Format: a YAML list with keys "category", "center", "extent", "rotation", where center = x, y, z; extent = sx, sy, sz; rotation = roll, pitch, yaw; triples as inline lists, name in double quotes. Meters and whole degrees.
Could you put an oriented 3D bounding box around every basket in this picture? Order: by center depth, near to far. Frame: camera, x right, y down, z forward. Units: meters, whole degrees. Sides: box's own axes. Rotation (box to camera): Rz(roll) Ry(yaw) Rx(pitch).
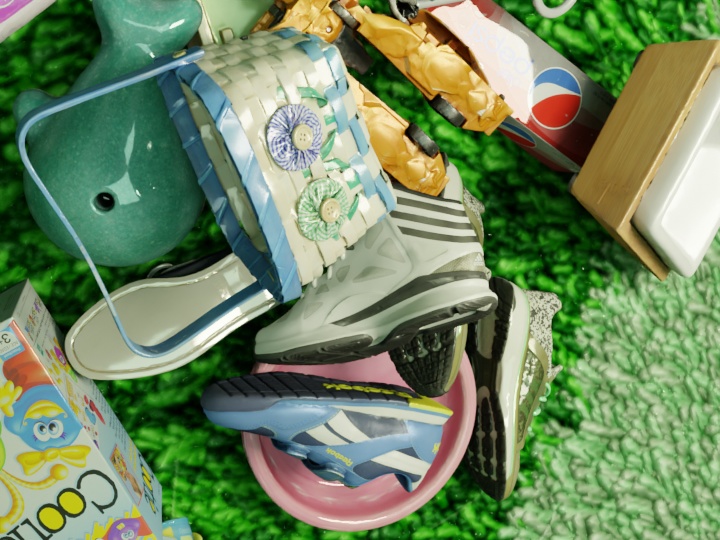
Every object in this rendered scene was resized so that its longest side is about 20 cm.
- category: "basket"
  center: [-0.092, -0.059, 0.678]
  extent: [0.200, 0.139, 0.176]
  rotation: [-29, 120, -9]

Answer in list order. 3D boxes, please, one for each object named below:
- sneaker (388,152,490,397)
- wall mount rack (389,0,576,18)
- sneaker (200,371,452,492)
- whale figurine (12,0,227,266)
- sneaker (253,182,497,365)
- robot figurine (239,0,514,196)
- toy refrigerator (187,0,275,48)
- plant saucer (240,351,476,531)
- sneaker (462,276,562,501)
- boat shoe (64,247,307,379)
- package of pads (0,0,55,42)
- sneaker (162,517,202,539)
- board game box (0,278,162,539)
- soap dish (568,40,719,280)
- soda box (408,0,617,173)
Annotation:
- category: "sneaker"
  center: [0.076, 0.006, 0.849]
  extent: [0.089, 0.077, 0.200]
  rotation: [23, 60, -36]
- category: "wall mount rack"
  center: [0.097, -0.265, 0.763]
  extent: [0.174, 0.075, 0.200]
  rotation: [-37, 137, -23]
- category: "sneaker"
  center: [-0.026, 0.126, 0.820]
  extent: [0.200, 0.074, 0.082]
  rotation: [11, 98, -19]
- category: "whale figurine"
  center: [-0.165, -0.096, 0.749]
  extent: [0.159, 0.104, 0.200]
  rotation: [13, 110, -8]
- category: "sneaker"
  center: [0.000, 0.000, 0.785]
  extent: [0.076, 0.200, 0.115]
  rotation: [12, 63, -57]
- category: "robot figurine"
  center: [0.007, -0.143, 0.770]
  extent: [0.200, 0.058, 0.145]
  rotation: [39, 96, -24]
- category: "toy refrigerator"
  center: [-0.081, -0.154, 0.805]
  extent: [0.076, 0.070, 0.200]
  rotation: [-20, 106, -15]
- category: "plant saucer"
  center: [-0.004, 0.114, 0.890]
  extent: [0.200, 0.051, 0.201]
  rotation: [-4, 101, -19]
- category: "sneaker"
  center: [0.141, 0.104, 0.931]
  extent: [0.089, 0.077, 0.200]
  rotation: [-1, 102, -27]
- category: "boat shoe"
  center: [-0.130, 0.025, 0.821]
  extent: [0.200, 0.062, 0.075]
  rotation: [-31, 94, -18]
- category: "package of pads"
  center: [-0.267, -0.216, 0.726]
  extent: [0.200, 0.076, 0.121]
  rotation: [-40, 110, -8]
- category: "sneaker"
  center: [-0.131, 0.267, 0.818]
  extent: [0.200, 0.080, 0.131]
  rotation: [23, 85, 19]
- category: "board game box"
  center: [-0.238, 0.125, 0.777]
  extent: [0.103, 0.105, 0.200]
  rotation: [-29, 107, -3]
- category: "soap dish"
  center: [0.251, -0.085, 0.874]
  extent: [0.157, 0.081, 0.200]
  rotation: [-62, 153, 1]
- category: "soda box"
  center: [0.118, -0.158, 0.876]
  extent: [0.200, 0.063, 0.070]
  rotation: [32, 86, -21]
